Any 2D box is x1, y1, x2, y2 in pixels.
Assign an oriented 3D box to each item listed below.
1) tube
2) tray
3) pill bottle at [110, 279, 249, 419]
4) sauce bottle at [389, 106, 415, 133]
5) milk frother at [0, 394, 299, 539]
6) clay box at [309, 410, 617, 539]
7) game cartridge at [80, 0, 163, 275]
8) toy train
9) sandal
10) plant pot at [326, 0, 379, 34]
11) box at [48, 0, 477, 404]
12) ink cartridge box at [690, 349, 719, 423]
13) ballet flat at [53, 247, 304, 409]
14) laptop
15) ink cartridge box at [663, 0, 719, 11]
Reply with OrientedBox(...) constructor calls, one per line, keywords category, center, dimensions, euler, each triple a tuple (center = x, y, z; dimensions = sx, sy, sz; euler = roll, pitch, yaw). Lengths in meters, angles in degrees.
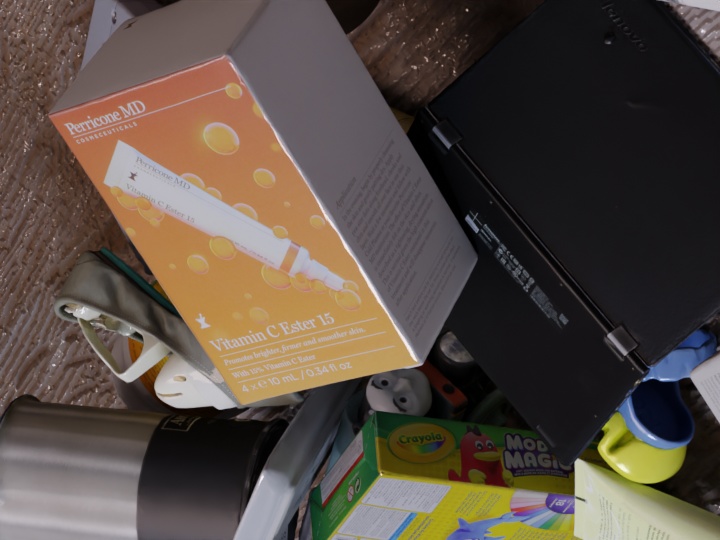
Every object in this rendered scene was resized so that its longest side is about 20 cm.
OrientedBox(category="tube", center=(0.208, 0.165, 1.298), dimensions=(0.200, 0.052, 0.058), euler=(22, 103, 24))
OrientedBox(category="tray", center=(-0.038, 0.120, 1.452), dimensions=(0.022, 0.200, 0.108), euler=(26, 119, 5))
OrientedBox(category="pill bottle", center=(-0.096, 0.042, 1.582), dimensions=(0.111, 0.111, 0.200), euler=(59, 146, 1))
OrientedBox(category="sauce bottle", center=(-0.012, -0.079, 1.426), dimensions=(0.200, 0.066, 0.066), euler=(26, 133, 41))
OrientedBox(category="milk frother", center=(-0.142, 0.196, 1.563), dimensions=(0.188, 0.201, 0.180), euler=(4, 168, 16))
OrientedBox(category="clay box", center=(0.082, 0.141, 1.397), dimensions=(0.115, 0.200, 0.048), euler=(125, 146, -50))
OrientedBox(category="game cartridge", center=(-0.140, -0.098, 1.528), dimensions=(0.200, 0.040, 0.134), euler=(-123, 38, -48))
OrientedBox(category="toy train", center=(0.026, 0.121, 1.481), dimensions=(0.085, 0.114, 0.200), euler=(43, 143, 22))
OrientedBox(category="sandal", center=(0.134, 0.019, 1.313), dimensions=(0.200, 0.079, 0.087), euler=(49, 128, 12))
OrientedBox(category="plant pot", center=(-0.044, -0.214, 1.280), dimensions=(0.200, 0.200, 0.175), euler=(44, 160, 23))
OrientedBox(category="box", center=(-0.048, -0.043, 1.212), dimensions=(0.124, 0.098, 0.200), euler=(-15, 119, 35))
OrientedBox(category="ink cartridge box", center=(0.270, 0.055, 1.160), dimensions=(0.116, 0.067, 0.200), euler=(58, 146, 2))
OrientedBox(category="ballet flat", center=(-0.118, 0.053, 1.454), dimensions=(0.200, 0.064, 0.067), euler=(31, 171, 35))
OrientedBox(category="laptop", center=(0.123, -0.030, 1.260), dimensions=(0.187, 0.116, 0.200), euler=(51, 151, 14))
OrientedBox(category="ink cartridge box", center=(0.155, -0.207, 1.100), dimensions=(0.200, 0.085, 0.146), euler=(17, 127, 43))
